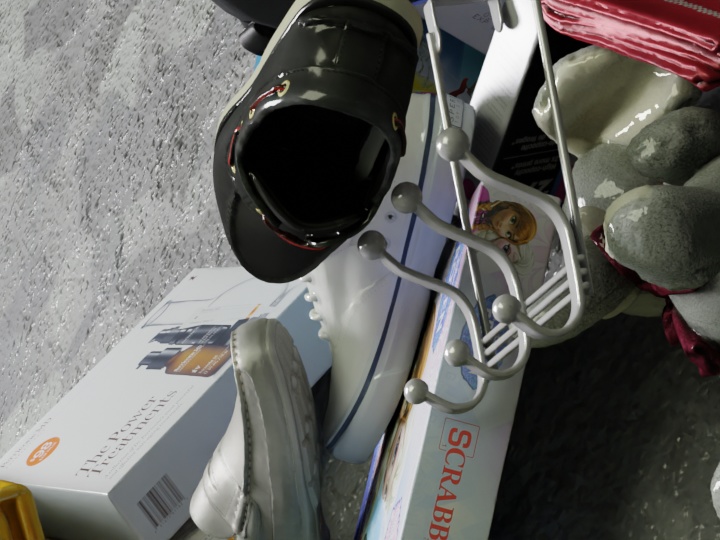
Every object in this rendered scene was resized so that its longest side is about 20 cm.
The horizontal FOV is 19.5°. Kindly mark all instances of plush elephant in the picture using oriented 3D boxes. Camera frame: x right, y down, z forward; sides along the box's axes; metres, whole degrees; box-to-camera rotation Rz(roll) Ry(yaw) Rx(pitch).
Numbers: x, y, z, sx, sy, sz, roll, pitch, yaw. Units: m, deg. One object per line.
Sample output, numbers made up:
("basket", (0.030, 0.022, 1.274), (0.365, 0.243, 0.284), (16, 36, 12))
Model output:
("plush elephant", (0.135, -0.009, 0.903), (0.154, 0.165, 0.200), (-2, 39, 44))

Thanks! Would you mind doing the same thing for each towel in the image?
("towel", (0.191, -0.125, 0.897), (0.145, 0.199, 0.023), (34, 138, 59))

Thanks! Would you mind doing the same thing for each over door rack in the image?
("over door rack", (0.046, -0.054, 0.873), (0.148, 0.066, 0.201), (131, 143, -69))

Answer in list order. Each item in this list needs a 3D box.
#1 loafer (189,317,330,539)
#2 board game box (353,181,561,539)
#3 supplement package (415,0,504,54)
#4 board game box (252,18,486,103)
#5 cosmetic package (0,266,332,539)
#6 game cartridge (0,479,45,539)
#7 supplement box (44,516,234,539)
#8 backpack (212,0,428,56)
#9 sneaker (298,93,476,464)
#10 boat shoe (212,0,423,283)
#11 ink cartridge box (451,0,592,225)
("loafer", (-0.053, 0.114, 1.060), (0.070, 0.069, 0.201), (-88, -6, -60))
("board game box", (0.037, 0.082, 1.017), (0.200, 0.041, 0.201), (116, 168, -70))
("supplement package", (0.098, -0.229, 1.155), (0.120, 0.121, 0.201), (-34, 42, 41))
("board game box", (0.014, -0.100, 1.162), (0.047, 0.150, 0.201), (-23, 50, 48))
("cosmetic package", (-0.109, 0.076, 1.233), (0.200, 0.052, 0.150), (-46, 23, -29))
("game cartridge", (-0.203, 0.200, 1.184), (0.200, 0.032, 0.177), (-2, 103, 67))
("supplement box", (-0.125, 0.182, 1.208), (0.126, 0.074, 0.200), (-39, 26, -15))
("backpack", (-0.014, -0.236, 1.055), (0.182, 0.147, 0.201), (-17, 50, 33))
("sneaker", (0.000, 0.000, 1.024), (0.073, 0.070, 0.201), (-81, 5, -66))
("boat shoe", (-0.026, -0.043, 0.877), (0.202, 0.073, 0.063), (120, 166, -61))
("ink cartridge box", (0.098, -0.082, 1.018), (0.037, 0.094, 0.201), (54, 142, 32))
